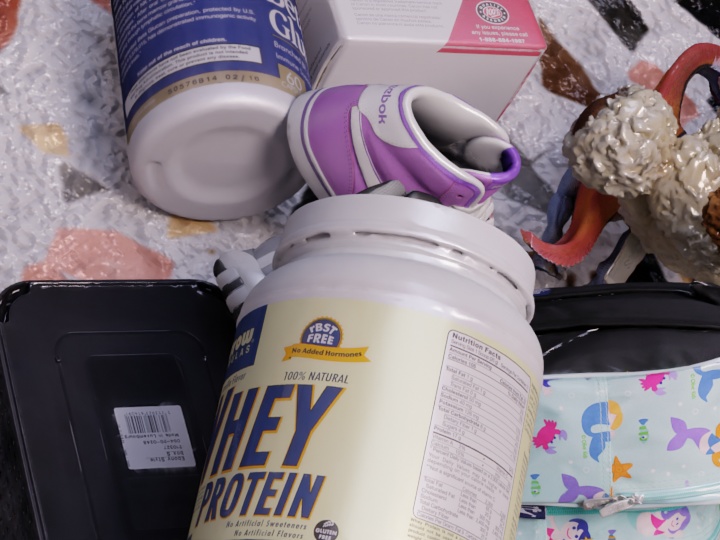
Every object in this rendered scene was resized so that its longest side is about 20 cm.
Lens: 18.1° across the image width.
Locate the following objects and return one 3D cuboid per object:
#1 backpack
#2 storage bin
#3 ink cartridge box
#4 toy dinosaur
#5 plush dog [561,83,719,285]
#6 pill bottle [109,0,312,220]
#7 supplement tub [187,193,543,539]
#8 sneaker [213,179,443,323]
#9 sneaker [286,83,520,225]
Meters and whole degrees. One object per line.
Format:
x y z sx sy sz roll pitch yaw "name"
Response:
0.130 0.076 1.180 0.199 0.151 0.178 -11 11 9 "backpack"
-0.115 0.111 1.125 0.135 0.094 0.201 0 55 -26 "storage bin"
0.014 -0.196 1.442 0.145 0.085 0.201 0 56 -26 "ink cartridge box"
0.179 -0.063 1.367 0.105 0.200 0.182 29 88 5 "toy dinosaur"
0.233 -0.035 1.251 0.199 0.161 0.172 -18 19 -25 "plush dog"
-0.090 -0.139 1.326 0.111 0.111 0.201 6 52 -22 "pill bottle"
0.004 0.082 1.022 0.144 0.145 0.201 17 65 -12 "supplement tub"
0.000 0.000 1.199 0.075 0.115 0.200 63 8 3 "sneaker"
0.054 -0.026 1.256 0.201 0.114 0.073 48 53 -35 "sneaker"
